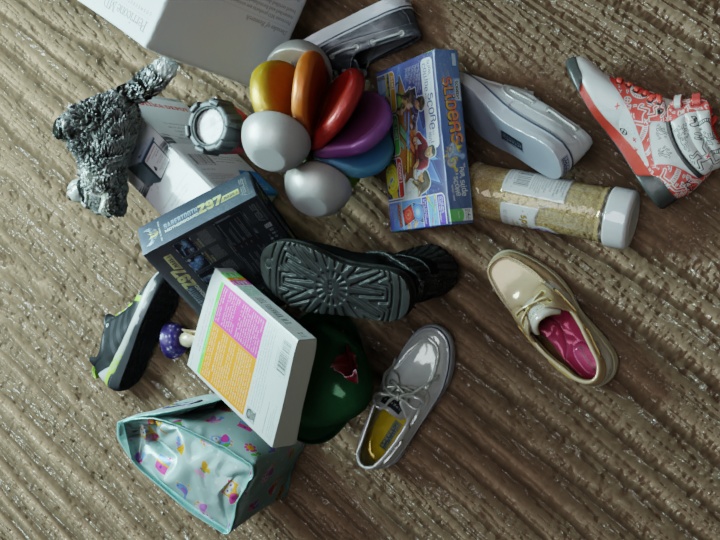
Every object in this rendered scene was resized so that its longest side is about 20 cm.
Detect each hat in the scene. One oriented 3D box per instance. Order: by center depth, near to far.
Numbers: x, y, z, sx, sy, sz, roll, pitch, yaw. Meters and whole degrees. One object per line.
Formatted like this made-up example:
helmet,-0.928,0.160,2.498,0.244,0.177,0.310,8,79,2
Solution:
hat,0.007,0.133,1.251,0.175,0.200,0.167,0,116,40

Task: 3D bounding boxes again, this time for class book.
book,-0.127,0.096,1.240,0.200,0.048,0.135,36,119,48

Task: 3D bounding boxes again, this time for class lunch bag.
lunch bag,-0.196,0.227,1.381,0.199,0.170,0.123,27,104,18

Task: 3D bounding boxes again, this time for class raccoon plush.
raccoon plush,-0.284,-0.152,1.296,0.199,0.097,0.135,-32,87,25

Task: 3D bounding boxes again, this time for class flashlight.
flashlight,-0.135,-0.170,1.323,0.068,0.200,0.068,-13,87,25

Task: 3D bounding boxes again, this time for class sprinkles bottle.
sprinkles bottle,0.219,-0.077,1.238,0.199,0.068,0.069,14,97,24

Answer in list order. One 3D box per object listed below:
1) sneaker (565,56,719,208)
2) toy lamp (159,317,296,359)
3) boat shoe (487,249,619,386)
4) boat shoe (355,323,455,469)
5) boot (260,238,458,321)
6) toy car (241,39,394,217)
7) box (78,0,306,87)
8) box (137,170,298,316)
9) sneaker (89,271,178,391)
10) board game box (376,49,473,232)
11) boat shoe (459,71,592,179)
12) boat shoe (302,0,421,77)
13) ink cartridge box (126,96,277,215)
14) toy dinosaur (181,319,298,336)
sneaker,0.323,-0.180,1.189,0.108,0.067,0.202,-36,81,20
toy lamp,-0.173,0.089,1.431,0.199,0.058,0.059,-7,89,27
boat shoe,0.219,0.053,1.241,0.200,0.069,0.074,46,109,16
boat shoe,0.046,0.159,1.315,0.074,0.086,0.203,34,105,19
boot,0.000,0.003,1.293,0.210,0.158,0.080,17,110,20
toy car,-0.036,-0.177,1.268,0.149,0.200,0.176,-11,49,32
box,-0.204,-0.354,1.324,0.199,0.199,0.172,37,108,40
box,-0.158,-0.015,1.327,0.157,0.200,0.051,-28,49,6
sneaker,-0.327,0.075,1.491,0.083,0.072,0.201,34,105,21
board game box,0.075,-0.151,1.279,0.135,0.034,0.202,-4,92,61
boat shoe,0.185,-0.180,1.255,0.065,0.074,0.200,-37,60,-18
boat shoe,-0.016,-0.270,1.342,0.199,0.072,0.068,-24,81,16
ink cartridge box,-0.229,-0.135,1.398,0.200,0.146,0.086,43,110,18
toy dinosaur,-0.121,0.103,1.350,0.199,0.061,0.106,32,118,-14
